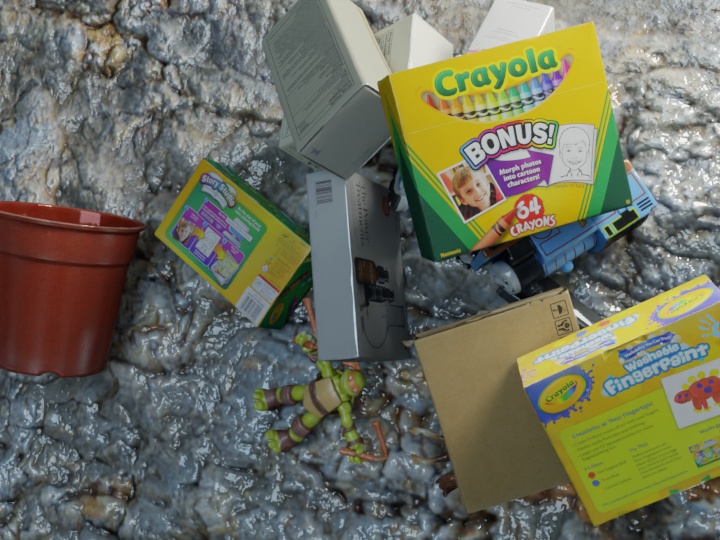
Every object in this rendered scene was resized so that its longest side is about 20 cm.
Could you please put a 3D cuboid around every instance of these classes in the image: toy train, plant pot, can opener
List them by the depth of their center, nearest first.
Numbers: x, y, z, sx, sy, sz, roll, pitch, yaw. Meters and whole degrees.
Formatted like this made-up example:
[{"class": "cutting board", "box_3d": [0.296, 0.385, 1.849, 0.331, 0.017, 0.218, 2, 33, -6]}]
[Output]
[{"class": "toy train", "box_3d": [0.196, -0.055, 0.944, 0.200, 0.087, 0.114, -32, 81, -10]}, {"class": "can opener", "box_3d": [0.177, 0.006, 0.993, 0.200, 0.066, 0.053, 42, 144, 16]}, {"class": "plant pot", "box_3d": [-0.387, 0.024, 1.177, 0.200, 0.201, 0.196, 12, 97, 24]}]

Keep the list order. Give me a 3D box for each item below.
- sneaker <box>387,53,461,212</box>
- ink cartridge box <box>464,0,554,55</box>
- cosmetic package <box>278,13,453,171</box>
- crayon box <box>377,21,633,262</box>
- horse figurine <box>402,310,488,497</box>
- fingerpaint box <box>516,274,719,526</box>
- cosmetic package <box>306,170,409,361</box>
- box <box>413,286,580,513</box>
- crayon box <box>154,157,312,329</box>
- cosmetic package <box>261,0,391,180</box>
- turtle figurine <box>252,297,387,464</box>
[{"class": "sneaker", "box_3d": [0.097, -0.148, 1.050, 0.086, 0.075, 0.201, 20, 78, -16]}, {"class": "ink cartridge box", "box_3d": [0.136, -0.169, 0.964, 0.067, 0.117, 0.200, 21, 71, 22]}, {"class": "cosmetic package", "box_3d": [0.004, -0.194, 1.039, 0.200, 0.071, 0.106, -14, 59, 42]}, {"class": "crayon box", "box_3d": [0.135, -0.119, 0.859, 0.199, 0.058, 0.173, -16, 99, -8]}, {"class": "horse figurine", "box_3d": [0.115, 0.142, 1.007, 0.132, 0.050, 0.201, -5, 74, 7]}, {"class": "fingerpaint box", "box_3d": [0.276, 0.124, 0.884, 0.200, 0.073, 0.167, -27, 104, 12]}, {"class": "cosmetic package", "box_3d": [0.000, 0.000, 1.023, 0.051, 0.151, 0.201, -7, 82, 21]}, {"class": "box", "box_3d": [0.157, 0.134, 0.938, 0.163, 0.021, 0.201, -18, 104, 1]}, {"class": "crayon box", "box_3d": [-0.147, -0.034, 1.141, 0.200, 0.058, 0.119, 39, 100, 22]}, {"class": "cosmetic package", "box_3d": [-0.030, -0.203, 0.968, 0.103, 0.073, 0.200, -41, 45, 25]}, {"class": "turtle figurine", "box_3d": [-0.051, 0.139, 1.069, 0.161, 0.064, 0.200, -28, 89, 34]}]
